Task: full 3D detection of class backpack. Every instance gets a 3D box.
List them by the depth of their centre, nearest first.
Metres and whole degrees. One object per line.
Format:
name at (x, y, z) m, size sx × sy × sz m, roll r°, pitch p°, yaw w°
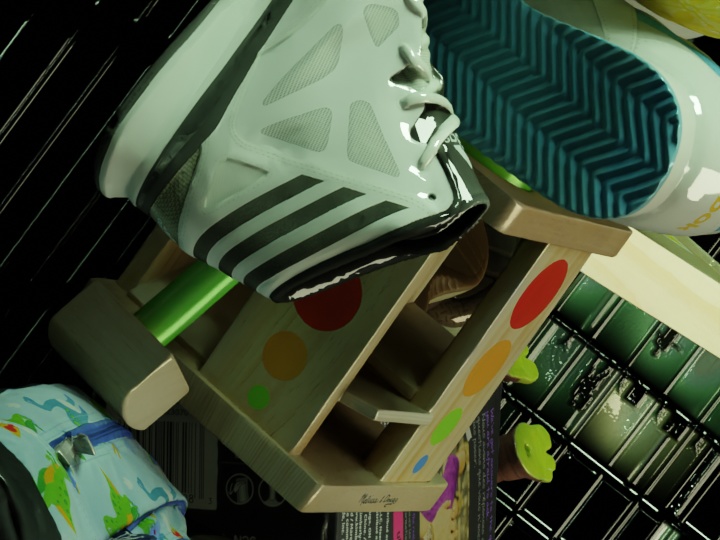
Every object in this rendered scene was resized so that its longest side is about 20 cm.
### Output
backpack at (-0.128, 0.112, 0.954) m, size 0.163 × 0.154 × 0.200 m, roll -52°, pitch -174°, yaw 11°

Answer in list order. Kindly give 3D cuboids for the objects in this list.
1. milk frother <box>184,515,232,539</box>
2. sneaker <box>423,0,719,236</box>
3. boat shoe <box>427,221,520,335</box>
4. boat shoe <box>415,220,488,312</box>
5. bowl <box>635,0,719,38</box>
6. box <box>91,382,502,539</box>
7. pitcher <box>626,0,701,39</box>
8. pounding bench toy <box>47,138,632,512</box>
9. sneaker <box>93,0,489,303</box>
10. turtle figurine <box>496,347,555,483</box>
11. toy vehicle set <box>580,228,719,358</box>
milk frother at (-0.060, 0.200, 1.118) m, size 0.181 × 0.188 × 0.200 m, roll -59°, pitch 142°, yaw -11°
sneaker at (0.063, -0.073, 1.003) m, size 0.081 × 0.200 × 0.077 m, roll 14°, pitch 114°, yaw -45°
boat shoe at (0.041, -0.020, 1.435) m, size 0.076 × 0.072 × 0.200 m, roll -45°, pitch -167°, yaw 35°
boat shoe at (0.000, 0.000, 1.279) m, size 0.072 × 0.072 × 0.200 m, roll -22°, pitch -166°, yaw 25°
bowl at (0.109, -0.169, 1.024) m, size 0.107 × 0.201 × 0.200 m, roll -10°, pitch -161°, yaw 33°
box at (-0.026, 0.101, 1.283) m, size 0.200 × 0.122 × 0.107 m, roll -2°, pitch 94°, yaw -68°
pitcher at (0.109, -0.167, 1.185) m, size 0.171 × 0.121 × 0.200 m, roll -31°, pitch 157°, yaw -10°
pounding bench toy at (-0.011, -0.010, 1.055) m, size 0.156 × 0.124 × 0.200 m, roll -54°, pitch 158°, yaw 12°
sneaker at (0.014, -0.074, 0.961) m, size 0.201 × 0.115 × 0.076 m, roll -52°, pitch 172°, yaw -4°
turtle figurine at (0.011, 0.083, 1.418) m, size 0.161 × 0.064 × 0.201 m, roll -26°, pitch -132°, yaw 26°
toy vehicle set at (0.095, -0.030, 1.236) m, size 0.027 × 0.124 × 0.200 m, roll -54°, pitch -145°, yaw 8°
